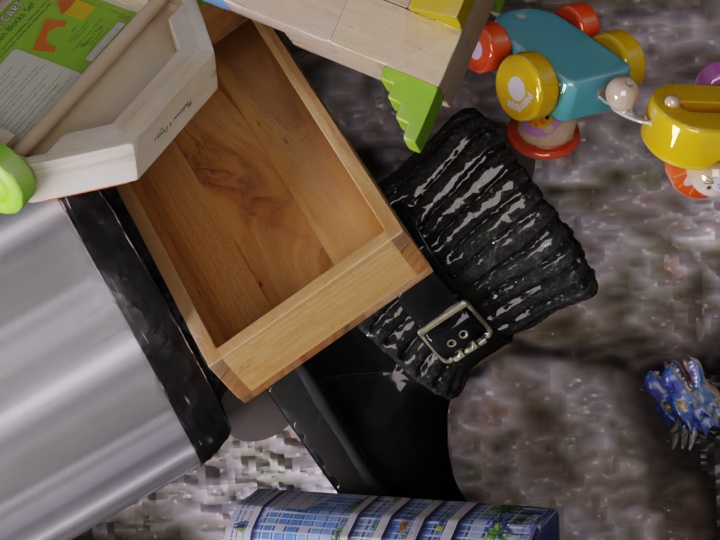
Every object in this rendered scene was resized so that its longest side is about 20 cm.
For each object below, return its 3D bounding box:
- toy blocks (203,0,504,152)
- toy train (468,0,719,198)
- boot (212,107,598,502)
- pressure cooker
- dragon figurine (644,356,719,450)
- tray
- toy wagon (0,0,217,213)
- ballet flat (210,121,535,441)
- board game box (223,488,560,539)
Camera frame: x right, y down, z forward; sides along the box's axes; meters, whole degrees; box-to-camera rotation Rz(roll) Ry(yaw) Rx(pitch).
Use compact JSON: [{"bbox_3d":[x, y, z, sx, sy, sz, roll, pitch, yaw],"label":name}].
[{"bbox_3d":[0.003,-0.167,1.013,0.136,0.100,0.201,23,87,10],"label":"toy blocks"},{"bbox_3d":[0.142,-0.082,1.089,0.199,0.150,0.056,15,122,5],"label":"toy train"},{"bbox_3d":[0.044,0.044,1.099,0.158,0.079,0.211,-35,126,-3],"label":"boot"},{"bbox_3d":[-0.178,0.051,1.058,0.200,0.176,0.179,-30,54,-6],"label":"pressure cooker"},{"bbox_3d":[0.224,0.091,1.136,0.099,0.059,0.200,-45,107,6],"label":"dragon figurine"},{"bbox_3d":[-0.054,-0.042,1.059,0.099,0.200,0.037,-35,137,4],"label":"tray"},{"bbox_3d":[-0.161,-0.103,1.036,0.199,0.155,0.040,22,143,22],"label":"toy wagon"},{"bbox_3d":[0.000,0.000,1.132,0.200,0.046,0.067,-45,125,4],"label":"ballet flat"},{"bbox_3d":[-0.009,0.203,1.054,0.199,0.062,0.201,0,100,26],"label":"board game box"}]
